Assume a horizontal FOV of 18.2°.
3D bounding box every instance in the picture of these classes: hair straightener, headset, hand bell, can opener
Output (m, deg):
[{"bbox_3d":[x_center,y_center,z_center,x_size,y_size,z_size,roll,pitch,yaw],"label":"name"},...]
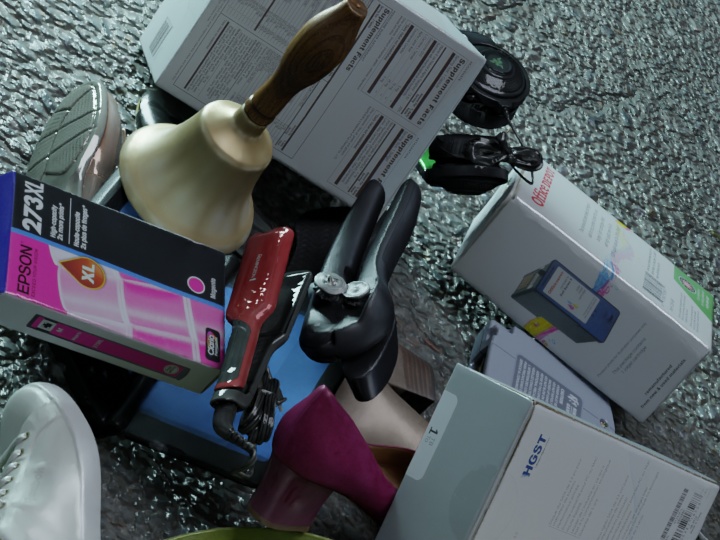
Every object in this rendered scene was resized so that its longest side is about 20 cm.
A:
[{"bbox_3d":[-0.056,0.061,1.391,0.200,0.041,0.077,-84,155,-52],"label":"hair straightener"},{"bbox_3d":[0.078,-0.115,1.735,0.094,0.124,0.200,3,20,-28],"label":"headset"},{"bbox_3d":[-0.059,-0.105,1.428,0.104,0.200,0.104,25,44,-26],"label":"hand bell"},{"bbox_3d":[0.000,0.000,1.518,0.063,0.079,0.200,3,40,8],"label":"can opener"}]

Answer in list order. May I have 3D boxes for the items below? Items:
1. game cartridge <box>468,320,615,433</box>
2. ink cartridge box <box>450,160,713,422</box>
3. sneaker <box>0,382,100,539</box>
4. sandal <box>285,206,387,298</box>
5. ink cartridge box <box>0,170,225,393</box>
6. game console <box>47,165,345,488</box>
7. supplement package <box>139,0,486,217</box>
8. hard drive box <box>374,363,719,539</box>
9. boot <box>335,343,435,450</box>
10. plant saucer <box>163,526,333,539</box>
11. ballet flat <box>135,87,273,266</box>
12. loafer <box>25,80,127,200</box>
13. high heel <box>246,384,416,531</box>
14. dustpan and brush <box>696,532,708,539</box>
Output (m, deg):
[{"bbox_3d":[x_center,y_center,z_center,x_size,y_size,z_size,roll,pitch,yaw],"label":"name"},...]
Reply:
[{"bbox_3d":[0.133,0.134,1.685,0.133,0.041,0.200,33,34,-10],"label":"game cartridge"},{"bbox_3d":[0.181,0.009,1.800,0.200,0.088,0.145,40,19,-4],"label":"ink cartridge box"},{"bbox_3d":[-0.197,0.139,1.285,0.084,0.073,0.201,15,40,-30],"label":"sneaker"},{"bbox_3d":[-0.018,-0.003,1.652,0.075,0.045,0.200,2,21,10],"label":"sandal"},{"bbox_3d":[-0.173,0.001,1.366,0.199,0.037,0.095,20,48,-26],"label":"ink cartridge box"},{"bbox_3d":[-0.099,0.021,1.457,0.176,0.116,0.200,67,31,-24],"label":"game console"},{"bbox_3d":[-0.040,-0.166,1.691,0.200,0.151,0.152,31,11,-18],"label":"supplement package"},{"bbox_3d":[0.116,0.167,1.433,0.200,0.156,0.077,26,0,-43],"label":"hard drive box"},{"bbox_3d":[-0.011,0.107,1.540,0.146,0.070,0.201,17,39,-25],"label":"boot"},{"bbox_3d":[-0.063,0.216,1.305,0.199,0.031,0.200,3,28,-1],"label":"plant saucer"},{"bbox_3d":[-0.116,-0.057,1.633,0.066,0.057,0.200,-13,54,-26],"label":"ballet flat"},{"bbox_3d":[-0.188,-0.040,1.515,0.063,0.072,0.201,41,36,-32],"label":"loafer"},{"bbox_3d":[0.018,0.115,1.416,0.067,0.096,0.200,41,23,28],"label":"high heel"},{"bbox_3d":[0.130,0.166,1.560,0.200,0.140,0.057,50,18,23],"label":"dustpan and brush"}]
